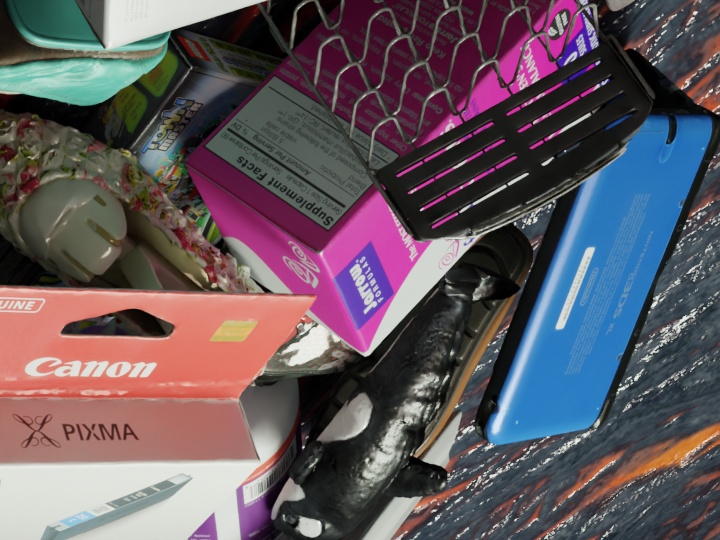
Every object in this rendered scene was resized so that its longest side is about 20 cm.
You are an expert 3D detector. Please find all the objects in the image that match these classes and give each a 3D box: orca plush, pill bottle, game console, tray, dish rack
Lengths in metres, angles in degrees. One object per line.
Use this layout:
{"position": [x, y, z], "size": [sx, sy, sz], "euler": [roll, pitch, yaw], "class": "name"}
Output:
{"position": [0.029, 0.089, 1.263], "size": [0.200, 0.071, 0.105], "euler": [-52, 171, 11], "class": "orca plush"}
{"position": [-0.089, 0.119, 1.355], "size": [0.112, 0.113, 0.200], "euler": [-25, 149, -16], "class": "pill bottle"}
{"position": [0.114, -0.019, 1.299], "size": [0.170, 0.118, 0.201], "euler": [-4, 119, -50], "class": "game console"}
{"position": [-0.003, 0.160, 1.384], "size": [0.107, 0.022, 0.200], "euler": [-39, -176, 35], "class": "tray"}
{"position": [0.038, -0.117, 1.075], "size": [0.153, 0.200, 0.055], "euler": [-30, 160, -8], "class": "dish rack"}

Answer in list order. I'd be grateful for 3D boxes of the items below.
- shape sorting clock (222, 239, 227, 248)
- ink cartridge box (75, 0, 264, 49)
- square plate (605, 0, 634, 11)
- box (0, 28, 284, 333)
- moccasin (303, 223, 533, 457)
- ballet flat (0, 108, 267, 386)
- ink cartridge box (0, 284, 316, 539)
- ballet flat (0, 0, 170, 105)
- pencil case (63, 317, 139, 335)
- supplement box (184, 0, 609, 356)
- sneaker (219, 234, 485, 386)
{"position": [0.008, -0.046, 1.295], "size": [0.199, 0.039, 0.200], "euler": [-25, 148, -17], "class": "shape sorting clock"}
{"position": [-0.044, -0.212, 0.967], "size": [0.175, 0.084, 0.200], "euler": [-19, 146, -25], "class": "ink cartridge box"}
{"position": [0.199, -0.250, 1.211], "size": [0.198, 0.028, 0.200], "euler": [-33, 150, -6], "class": "square plate"}
{"position": [-0.117, -0.035, 1.190], "size": [0.110, 0.035, 0.200], "euler": [10, 127, -50], "class": "box"}
{"position": [0.033, 0.053, 1.403], "size": [0.202, 0.073, 0.078], "euler": [-61, 176, -2], "class": "moccasin"}
{"position": [-0.113, -0.008, 1.120], "size": [0.200, 0.064, 0.076], "euler": [35, 104, -27], "class": "ballet flat"}
{"position": [-0.135, 0.075, 1.072], "size": [0.199, 0.045, 0.176], "euler": [2, 144, -37], "class": "ink cartridge box"}
{"position": [-0.176, -0.103, 1.011], "size": [0.200, 0.068, 0.070], "euler": [3, 147, -44], "class": "ballet flat"}
{"position": [-0.195, 0.086, 1.171], "size": [0.199, 0.086, 0.084], "euler": [-17, -175, -9], "class": "pencil case"}
{"position": [0.022, -0.074, 1.152], "size": [0.200, 0.103, 0.101], "euler": [-46, 147, -14], "class": "supplement box"}
{"position": [0.000, 0.000, 1.246], "size": [0.200, 0.071, 0.098], "euler": [-30, 144, -2], "class": "sneaker"}
